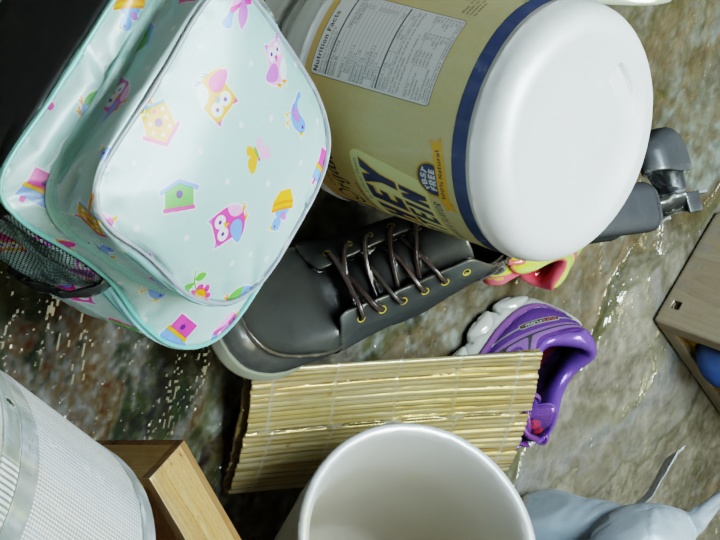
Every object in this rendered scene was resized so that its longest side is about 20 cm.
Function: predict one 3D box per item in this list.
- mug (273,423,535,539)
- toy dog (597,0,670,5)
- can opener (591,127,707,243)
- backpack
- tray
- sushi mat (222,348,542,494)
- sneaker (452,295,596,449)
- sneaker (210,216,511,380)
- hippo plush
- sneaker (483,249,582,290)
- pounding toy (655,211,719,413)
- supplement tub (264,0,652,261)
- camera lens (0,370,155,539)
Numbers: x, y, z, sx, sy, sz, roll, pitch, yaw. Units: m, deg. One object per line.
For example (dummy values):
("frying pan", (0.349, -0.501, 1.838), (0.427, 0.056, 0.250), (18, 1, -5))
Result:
("mug", (-0.003, 0.198, 1.350), (0.149, 0.153, 0.187), (43, 59, -2))
("toy dog", (0.101, -0.270, 1.325), (0.193, 0.140, 0.201), (1, 110, -11))
("can opener", (0.159, -0.053, 1.433), (0.200, 0.053, 0.067), (-7, 85, -58))
("backpack", (-0.105, -0.059, 1.143), (0.176, 0.153, 0.200), (-62, 147, -17))
("tray", (-0.093, 0.181, 1.250), (0.037, 0.098, 0.201), (-48, 120, -38))
("sushi mat", (0.015, 0.091, 1.379), (0.199, 0.012, 0.096), (-2, 124, -26))
("sneaker", (0.080, 0.099, 1.473), (0.200, 0.083, 0.081), (-51, 137, -20))
("sneaker", (0.000, 0.000, 1.306), (0.200, 0.106, 0.075), (-21, 85, -51))
("hippo plush", (0.178, 0.240, 1.569), (0.200, 0.159, 0.161), (-37, 119, -22))
("sneaker", (0.092, -0.036, 1.435), (0.200, 0.078, 0.091), (22, 90, -51))
("pounding toy", (0.340, 0.088, 1.688), (0.143, 0.184, 0.200), (-57, 139, -15))
("supplement tub", (0.045, -0.096, 1.257), (0.144, 0.199, 0.145), (-22, 121, -42))
("camera lens", (-0.206, 0.123, 1.090), (0.161, 0.159, 0.200), (-59, 139, -12))
